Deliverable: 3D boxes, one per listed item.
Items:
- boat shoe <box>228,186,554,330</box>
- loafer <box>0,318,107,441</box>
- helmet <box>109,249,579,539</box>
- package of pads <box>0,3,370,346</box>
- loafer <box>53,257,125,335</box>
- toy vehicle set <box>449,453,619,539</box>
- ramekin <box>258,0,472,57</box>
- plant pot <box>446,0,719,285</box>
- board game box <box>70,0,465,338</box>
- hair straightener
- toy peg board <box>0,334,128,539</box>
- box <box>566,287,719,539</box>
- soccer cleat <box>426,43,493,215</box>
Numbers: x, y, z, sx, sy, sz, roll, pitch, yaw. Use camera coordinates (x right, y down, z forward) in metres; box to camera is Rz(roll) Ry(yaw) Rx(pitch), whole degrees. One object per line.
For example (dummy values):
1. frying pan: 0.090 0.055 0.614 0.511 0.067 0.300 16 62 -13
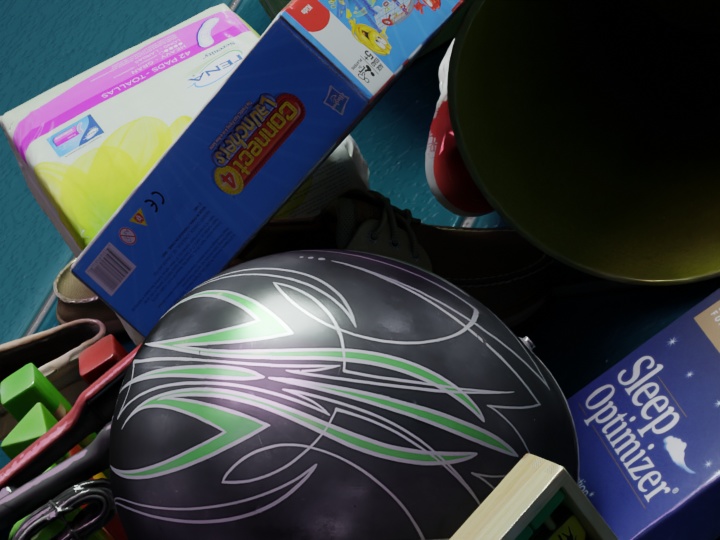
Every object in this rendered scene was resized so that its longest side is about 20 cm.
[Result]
1. boat shoe: 0.000 0.000 1.422 0.199 0.074 0.076 -8 32 -11
2. loafer: -0.210 0.063 1.539 0.072 0.200 0.063 27 109 29
3. helmet: -0.010 0.083 1.250 0.200 0.200 0.191 -52 2 -22
4. package of pads: -0.092 -0.056 1.538 0.154 0.068 0.200 -27 37 -10
5. loafer: -0.103 -0.034 1.659 0.200 0.068 0.076 -33 29 8
6. toy vehicle set: 0.042 0.188 1.143 0.200 0.124 0.026 -47 31 -14
7. ramekin: 0.012 -0.220 1.755 0.199 0.098 0.200 -27 32 19
8. plant pot: 0.157 -0.123 1.410 0.187 0.188 0.200 -21 21 27
9. board game box: -0.024 -0.084 1.318 0.200 0.056 0.196 -47 2 42
10. hair straightener: -0.129 0.099 1.357 0.200 0.041 0.077 -35 60 -7
11. toy peg board: -0.093 0.092 1.449 0.199 0.098 0.200 -33 31 10
12. box: 0.142 0.077 1.279 0.200 0.032 0.121 -36 30 4
13. soccer cleat: 0.073 -0.095 1.545 0.085 0.069 0.200 -22 30 42
